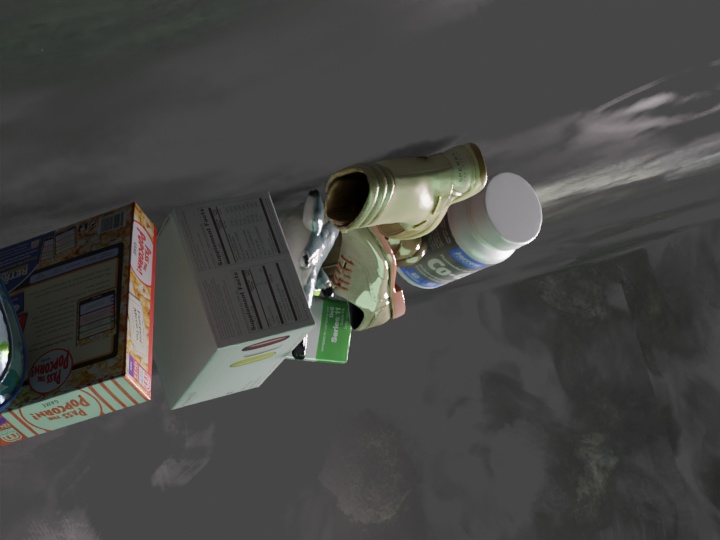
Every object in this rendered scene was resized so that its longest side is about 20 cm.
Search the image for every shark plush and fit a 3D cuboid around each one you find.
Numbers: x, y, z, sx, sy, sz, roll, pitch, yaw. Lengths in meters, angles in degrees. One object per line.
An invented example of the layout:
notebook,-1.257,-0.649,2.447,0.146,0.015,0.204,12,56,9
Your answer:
shark plush,-0.050,0.000,1.403,0.091,0.200,0.083,-31,136,26

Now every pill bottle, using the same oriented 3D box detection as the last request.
pill bottle,0.134,-0.053,1.666,0.114,0.114,0.200,-12,172,-36

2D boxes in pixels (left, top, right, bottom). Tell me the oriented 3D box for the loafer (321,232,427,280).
loafer,-0.015,-0.038,1.646,0.200,0.076,0.067,-11,142,20

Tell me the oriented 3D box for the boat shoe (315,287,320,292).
boat shoe,-0.021,-0.018,1.760,0.200,0.075,0.062,-12,174,-45

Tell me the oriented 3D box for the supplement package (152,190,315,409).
supplement package,-0.151,0.035,1.363,0.111,0.156,0.200,-12,162,-26

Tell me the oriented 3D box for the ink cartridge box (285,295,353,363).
ink cartridge box,-0.132,0.062,1.637,0.200,0.083,0.147,8,180,-32

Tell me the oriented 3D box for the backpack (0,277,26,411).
backpack,-0.365,0.057,1.037,0.147,0.183,0.200,-19,179,32

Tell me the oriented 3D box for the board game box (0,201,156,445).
board game box,-0.264,0.045,1.170,0.151,0.200,0.046,-17,139,15

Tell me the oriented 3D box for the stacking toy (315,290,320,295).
stacking toy,-0.075,0.006,1.887,0.200,0.086,0.085,-24,173,8

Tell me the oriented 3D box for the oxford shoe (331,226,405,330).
oxford shoe,0.000,0.000,1.559,0.074,0.200,0.071,-30,-138,-13

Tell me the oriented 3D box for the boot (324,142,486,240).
boot,0.025,-0.073,1.386,0.155,0.073,0.200,-13,172,-30
